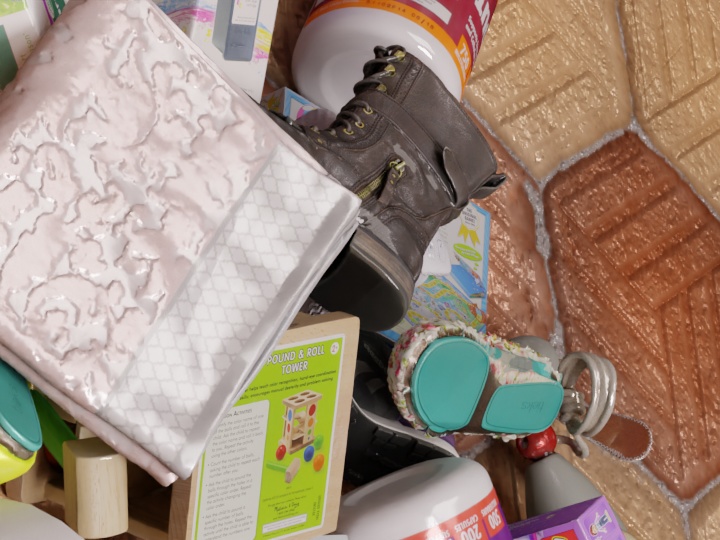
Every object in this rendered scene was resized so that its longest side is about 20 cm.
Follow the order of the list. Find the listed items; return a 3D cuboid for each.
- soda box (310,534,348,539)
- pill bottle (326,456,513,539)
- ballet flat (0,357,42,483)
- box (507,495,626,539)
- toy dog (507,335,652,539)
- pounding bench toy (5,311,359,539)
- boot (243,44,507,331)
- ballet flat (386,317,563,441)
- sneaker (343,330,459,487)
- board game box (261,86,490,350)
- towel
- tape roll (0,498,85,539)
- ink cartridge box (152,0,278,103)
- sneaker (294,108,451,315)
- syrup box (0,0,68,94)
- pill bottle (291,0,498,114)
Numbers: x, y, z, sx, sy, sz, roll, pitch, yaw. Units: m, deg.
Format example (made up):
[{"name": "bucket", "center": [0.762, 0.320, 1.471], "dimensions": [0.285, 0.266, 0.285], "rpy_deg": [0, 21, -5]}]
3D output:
[{"name": "soda box", "center": [-0.089, 0.188, 1.661], "dimensions": [0.200, 0.068, 0.064], "rpy_deg": [4, 68, -49]}, {"name": "pill bottle", "center": [0.055, 0.220, 1.776], "dimensions": [0.112, 0.112, 0.200], "rpy_deg": [-30, 101, -51]}, {"name": "ballet flat", "center": [-0.198, 0.050, 1.496], "dimensions": [0.067, 0.067, 0.200], "rpy_deg": [42, 18, -25]}, {"name": "box", "center": [0.134, 0.250, 1.842], "dimensions": [0.039, 0.137, 0.200], "rpy_deg": [-34, 101, -51]}, {"name": "toy dog", "center": [0.150, 0.143, 1.930], "dimensions": [0.096, 0.132, 0.201], "rpy_deg": [1, 90, -36]}, {"name": "pounding bench toy", "center": [-0.128, 0.078, 1.587], "dimensions": [0.200, 0.156, 0.125], "rpy_deg": [-11, 112, -50]}, {"name": "boot", "center": [-0.011, -0.074, 1.690], "dimensions": [0.200, 0.069, 0.174], "rpy_deg": [47, 42, -17]}, {"name": "ballet flat", "center": [0.056, 0.065, 1.815], "dimensions": [0.076, 0.064, 0.200], "rpy_deg": [-62, 149, 2]}, {"name": "sneaker", "center": [-0.021, 0.068, 1.812], "dimensions": [0.200, 0.076, 0.088], "rpy_deg": [36, 33, -39]}, {"name": "board game box", "center": [0.005, -0.014, 1.893], "dimensions": [0.200, 0.034, 0.135], "rpy_deg": [30, 52, -38]}, {"name": "towel", "center": [-0.113, -0.022, 1.487], "dimensions": [0.191, 0.032, 0.200], "rpy_deg": [41, 60, -14]}, {"name": "tape roll", "center": [-0.190, 0.212, 1.426], "dimensions": [0.071, 0.202, 0.203], "rpy_deg": [-12, 83, -51]}, {"name": "ink cartridge box", "center": [-0.109, -0.154, 1.703], "dimensions": [0.067, 0.117, 0.201], "rpy_deg": [10, 89, -45]}, {"name": "sneaker", "center": [0.000, 0.000, 1.771], "dimensions": [0.115, 0.075, 0.200], "rpy_deg": [39, 31, -32]}, {"name": "syrup box", "center": [-0.196, -0.133, 1.594], "dimensions": [0.200, 0.081, 0.079], "rpy_deg": [-94, 168, -70]}, {"name": "pill bottle", "center": [0.034, -0.185, 1.943], "dimensions": [0.113, 0.113, 0.200], "rpy_deg": [46, 44, -26]}]
